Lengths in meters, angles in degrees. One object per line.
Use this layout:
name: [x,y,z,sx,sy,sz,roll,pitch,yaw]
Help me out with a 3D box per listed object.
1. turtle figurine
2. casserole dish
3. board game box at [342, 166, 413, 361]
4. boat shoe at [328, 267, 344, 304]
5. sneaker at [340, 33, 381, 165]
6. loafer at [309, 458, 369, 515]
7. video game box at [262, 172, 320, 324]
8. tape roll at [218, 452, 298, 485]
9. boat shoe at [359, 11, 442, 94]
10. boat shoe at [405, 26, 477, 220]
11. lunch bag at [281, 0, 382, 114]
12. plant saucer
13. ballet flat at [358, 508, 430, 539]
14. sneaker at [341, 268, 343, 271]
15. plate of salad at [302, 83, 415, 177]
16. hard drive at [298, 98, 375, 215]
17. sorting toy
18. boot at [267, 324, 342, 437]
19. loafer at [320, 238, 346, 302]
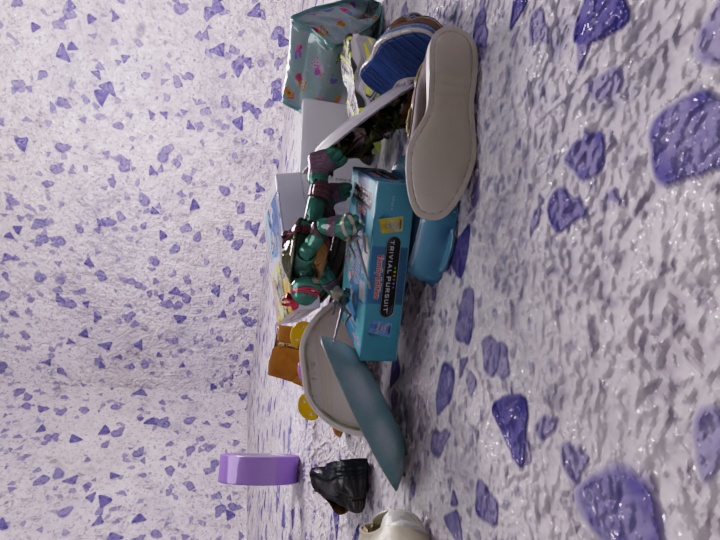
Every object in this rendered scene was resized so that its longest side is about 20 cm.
turtle figurine: [-0.042,-0.029,0.647,0.150,0.098,0.204,115,160,-62]
casserole dish: [0.065,-0.069,0.680,0.201,0.038,0.123,-106,26,-58]
board game box: [0.016,-0.015,0.687,0.151,0.046,0.205,-125,39,-70]
boat shoe: [0.000,0.000,0.859,0.074,0.061,0.202,-99,20,-44]
sneaker: [0.019,-0.267,0.875,0.075,0.075,0.205,179,85,-73]
loafer: [-0.038,0.339,0.872,0.200,0.071,0.074,121,146,-62]
video game box: [-0.114,-0.027,0.886,0.182,0.046,0.205,140,122,-72]
tape roll: [-0.252,0.492,1.402,0.200,0.196,0.067,136,139,-68]
boat shoe: [0.055,-0.290,0.720,0.073,0.072,0.199,-59,21,-6]
boat shoe: [0.080,-0.146,0.587,0.060,0.070,0.205,138,139,-78]
lunch bag: [-0.038,-0.384,1.017,0.200,0.121,0.172,-43,-18,-39]
plant saucer: [0.012,0.161,0.680,0.204,0.038,0.201,63,177,6]
ballet flat: [0.035,0.295,0.620,0.201,0.068,0.071,119,153,-58]
sneaker: [-0.060,0.020,1.023,0.200,0.093,0.081,180,95,-75]
plate of salad: [0.009,-0.178,0.738,0.048,0.199,0.200,54,168,-8]
hard drive: [-0.038,-0.184,0.942,0.026,0.129,0.205,131,143,-67]
sorting toy: [-0.042,0.153,0.883,0.180,0.104,0.205,87,175,-80]
boot: [-0.096,0.195,1.006,0.071,0.141,0.205,116,155,-54]
loafer: [-0.056,-0.043,0.950,0.071,0.063,0.203,5,64,47]
